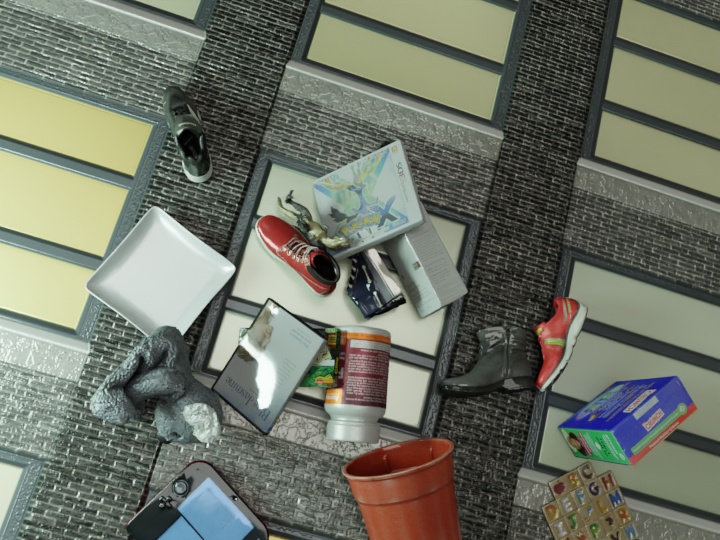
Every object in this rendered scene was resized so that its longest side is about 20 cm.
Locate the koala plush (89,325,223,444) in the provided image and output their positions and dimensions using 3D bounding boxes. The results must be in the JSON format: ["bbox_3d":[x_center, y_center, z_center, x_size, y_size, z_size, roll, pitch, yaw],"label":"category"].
[{"bbox_3d":[-0.312,0.216,1.106,0.200,0.177,0.184,39,75,-2],"label":"koala plush"}]

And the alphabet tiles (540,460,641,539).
[{"bbox_3d":[0.444,0.483,1.259,0.165,0.006,0.201,-21,81,-13],"label":"alphabet tiles"}]

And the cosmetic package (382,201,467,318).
[{"bbox_3d":[0.117,-0.020,1.266,0.074,0.102,0.201,-25,81,-25],"label":"cosmetic package"}]

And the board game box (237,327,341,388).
[{"bbox_3d":[-0.133,0.156,1.182,0.198,0.023,0.106,-2,77,20],"label":"board game box"}]

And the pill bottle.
[{"bbox_3d":[-0.007,0.207,1.191,0.113,0.114,0.202,7,76,-8],"label":"pill bottle"}]

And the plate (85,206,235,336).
[{"bbox_3d":[-0.368,0.015,1.217,0.199,0.032,0.200,37,75,0],"label":"plate"}]

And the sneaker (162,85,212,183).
[{"bbox_3d":[-0.333,-0.275,1.257,0.066,0.091,0.202,-17,81,-14],"label":"sneaker"}]

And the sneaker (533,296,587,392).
[{"bbox_3d":[0.381,0.145,1.303,0.084,0.077,0.201,22,73,17],"label":"sneaker"}]

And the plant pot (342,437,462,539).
[{"bbox_3d":[0.086,0.417,1.129,0.199,0.201,0.197,-13,88,-12],"label":"plant pot"}]

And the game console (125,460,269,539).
[{"bbox_3d":[-0.277,0.453,1.134,0.177,0.031,0.200,-42,86,-16],"label":"game console"}]

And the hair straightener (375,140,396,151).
[{"bbox_3d":[0.039,-0.181,1.330,0.077,0.041,0.201,27,70,-3],"label":"hair straightener"}]

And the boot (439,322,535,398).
[{"bbox_3d":[0.238,0.174,1.273,0.198,0.070,0.133,-2,71,-17],"label":"boot"}]

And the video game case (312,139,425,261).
[{"bbox_3d":[0.011,-0.132,1.244,0.199,0.022,0.184,-23,62,19],"label":"video game case"}]

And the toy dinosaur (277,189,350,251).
[{"bbox_3d":[-0.108,-0.098,1.219,0.200,0.088,0.048,38,82,26],"label":"toy dinosaur"}]

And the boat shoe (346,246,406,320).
[{"bbox_3d":[0.000,0.000,1.264,0.092,0.075,0.201,-33,73,2],"label":"boat shoe"}]

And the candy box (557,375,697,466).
[{"bbox_3d":[0.488,0.275,1.213,0.168,0.200,0.077,-32,84,-14],"label":"candy box"}]

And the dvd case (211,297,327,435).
[{"bbox_3d":[-0.165,0.168,1.169,0.142,0.018,0.201,32,90,23],"label":"dvd case"}]

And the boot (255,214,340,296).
[{"bbox_3d":[-0.115,-0.042,1.214,0.200,0.144,0.072,44,76,4],"label":"boot"}]
